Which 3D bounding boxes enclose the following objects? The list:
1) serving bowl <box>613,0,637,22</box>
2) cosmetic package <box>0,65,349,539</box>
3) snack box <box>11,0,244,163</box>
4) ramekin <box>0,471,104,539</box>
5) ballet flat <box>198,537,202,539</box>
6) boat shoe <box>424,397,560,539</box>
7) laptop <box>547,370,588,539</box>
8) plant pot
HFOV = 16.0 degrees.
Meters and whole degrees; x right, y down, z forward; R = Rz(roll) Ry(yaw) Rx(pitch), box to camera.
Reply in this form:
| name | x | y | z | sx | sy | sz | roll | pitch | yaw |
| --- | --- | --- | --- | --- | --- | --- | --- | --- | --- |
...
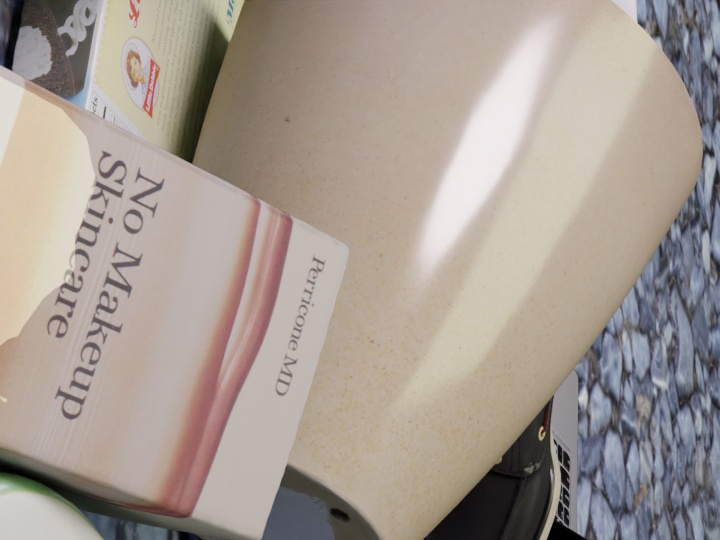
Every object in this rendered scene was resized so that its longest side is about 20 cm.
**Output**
| name | x | y | z | sx | sy | sz | roll | pitch | yaw |
| --- | --- | --- | --- | --- | --- | --- | --- | --- | --- |
| serving bowl | 0.092 | -0.166 | 1.387 | 0.200 | 0.066 | 0.200 | -8 | 90 | -70 |
| cosmetic package | -0.109 | 0.002 | 0.732 | 0.200 | 0.087 | 0.104 | 25 | 77 | -44 |
| snack box | -0.088 | -0.070 | 0.965 | 0.116 | 0.037 | 0.200 | 53 | 39 | -56 |
| ramekin | -0.135 | 0.148 | 0.722 | 0.200 | 0.098 | 0.200 | -5 | 90 | -68 |
| ballet flat | -0.010 | 0.102 | 1.099 | 0.200 | 0.068 | 0.069 | -22 | 116 | -56 |
| boat shoe | 0.062 | 0.067 | 1.246 | 0.063 | 0.074 | 0.202 | 15 | 87 | -56 |
| laptop | 0.134 | 0.108 | 1.364 | 0.187 | 0.116 | 0.200 | 48 | 40 | -57 |
| plant pot | 0.006 | 0.008 | 0.931 | 0.200 | 0.187 | 0.187 | -65 | 145 | -30 |
